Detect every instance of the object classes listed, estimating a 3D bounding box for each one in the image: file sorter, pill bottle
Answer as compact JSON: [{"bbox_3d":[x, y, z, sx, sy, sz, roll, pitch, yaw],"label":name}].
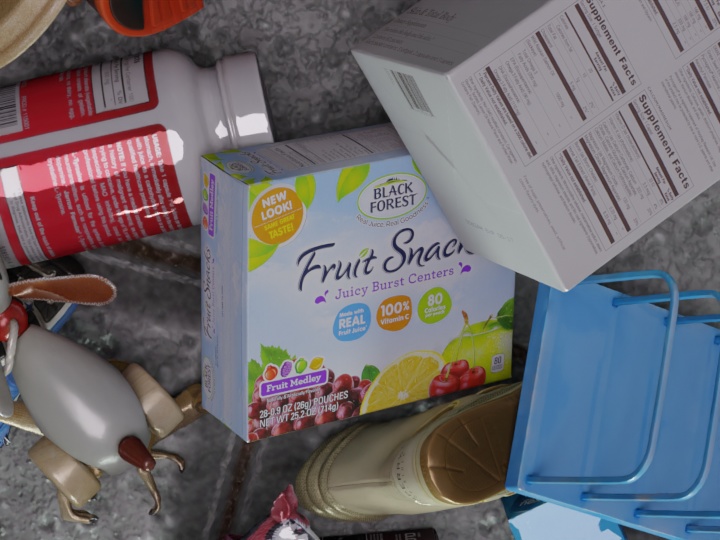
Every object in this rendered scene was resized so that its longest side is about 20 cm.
[{"bbox_3d":[0.211,0.089,1.594,0.199,0.122,0.140,19,75,-34],"label":"file sorter"},{"bbox_3d":[-0.152,-0.074,1.612,0.198,0.112,0.113,-13,102,1],"label":"pill bottle"}]

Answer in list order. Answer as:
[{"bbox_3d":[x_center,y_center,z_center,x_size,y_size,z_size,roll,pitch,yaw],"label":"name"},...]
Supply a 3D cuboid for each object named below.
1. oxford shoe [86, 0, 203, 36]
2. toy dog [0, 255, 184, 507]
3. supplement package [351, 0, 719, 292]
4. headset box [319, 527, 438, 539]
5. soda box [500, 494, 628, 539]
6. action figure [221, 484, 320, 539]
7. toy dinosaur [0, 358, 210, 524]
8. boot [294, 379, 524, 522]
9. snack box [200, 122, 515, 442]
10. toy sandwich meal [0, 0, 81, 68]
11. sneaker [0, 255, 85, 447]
[{"bbox_3d":[-0.083,-0.212,1.609,0.199,0.073,0.072,-22,121,-18],"label":"oxford shoe"},{"bbox_3d":[-0.184,0.064,1.566,0.199,0.096,0.133,30,85,-30],"label":"toy dog"},{"bbox_3d":[0.132,-0.116,1.505,0.199,0.152,0.151,-35,111,-12],"label":"supplement package"},{"bbox_3d":[-0.021,0.257,1.705,0.198,0.077,0.150,-4,102,0],"label":"headset box"},{"bbox_3d":[0.163,0.230,1.711,0.067,0.064,0.201,-24,102,3],"label":"soda box"},{"bbox_3d":[-0.075,0.231,1.628,0.148,0.134,0.202,12,87,39],"label":"action figure"},{"bbox_3d":[-0.175,0.106,1.670,0.199,0.058,0.102,1,104,-29],"label":"toy dinosaur"},{"bbox_3d":[0.071,0.114,1.664,0.199,0.155,0.073,-18,91,-40],"label":"boot"},{"bbox_3d":[0.000,0.000,1.601,0.199,0.068,0.170,-11,115,-31],"label":"snack box"},{"bbox_3d":[-0.205,-0.205,1.572,0.070,0.205,0.206,22,103,-46],"label":"toy sandwich meal"},{"bbox_3d":[-0.251,0.067,1.663,0.078,0.089,0.200,39,81,23],"label":"sneaker"}]
